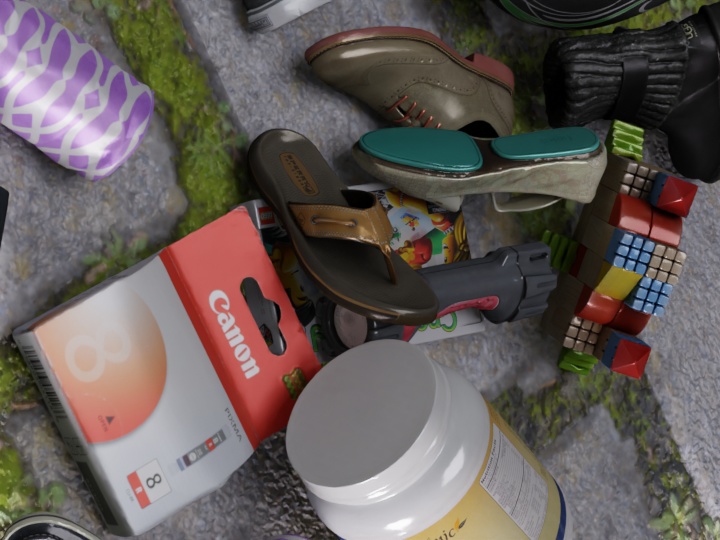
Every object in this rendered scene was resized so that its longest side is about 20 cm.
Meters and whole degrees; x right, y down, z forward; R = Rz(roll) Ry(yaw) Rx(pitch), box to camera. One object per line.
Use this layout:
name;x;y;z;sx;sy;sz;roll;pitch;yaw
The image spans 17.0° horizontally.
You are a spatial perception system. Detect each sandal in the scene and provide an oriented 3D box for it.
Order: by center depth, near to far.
sandal;-0.011;-0.039;1.712;0.082;0.055;0.200;-7;51;-37

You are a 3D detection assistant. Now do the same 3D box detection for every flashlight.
flashlight;0.059;0.026;1.786;0.200;0.068;0.068;-9;84;-43

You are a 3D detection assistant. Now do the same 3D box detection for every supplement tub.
supplement tub;0.049;0.154;1.714;0.200;0.144;0.145;49;55;-40

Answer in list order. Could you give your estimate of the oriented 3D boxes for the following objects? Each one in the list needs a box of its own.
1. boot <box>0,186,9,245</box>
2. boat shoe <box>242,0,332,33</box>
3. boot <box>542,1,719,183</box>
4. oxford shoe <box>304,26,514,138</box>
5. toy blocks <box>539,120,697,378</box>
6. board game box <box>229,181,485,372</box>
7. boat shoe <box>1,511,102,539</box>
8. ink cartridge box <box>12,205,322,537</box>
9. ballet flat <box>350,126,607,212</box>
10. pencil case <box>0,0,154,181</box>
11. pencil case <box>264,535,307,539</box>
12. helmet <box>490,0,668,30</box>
boot;-0.311;0.009;1.527;0.200;0.076;0.169;6;81;-44
boat shoe;-0.013;-0.242;1.818;0.200;0.069;0.057;-33;102;-35
boot;0.228;-0.133;1.970;0.157;0.211;0.080;-17;53;-6
oxford shoe;0.045;-0.134;1.832;0.200;0.070;0.075;10;63;-36
toy blocks;0.203;-0.006;1.853;0.100;0.137;0.201;18;96;-13
board game box;0.000;0.000;1.802;0.200;0.035;0.127;-10;88;-39
boat shoe;-0.172;0.247;1.590;0.200;0.074;0.062;62;10;-15
ink cartridge box;-0.119;0.068;1.665;0.200;0.050;0.163;-30;101;-23
ballet flat;0.090;-0.070;1.812;0.199;0.068;0.063;-1;123;-11
pencil case;-0.231;-0.144;1.623;0.200;0.084;0.086;40;36;-27
pencil case;-0.075;0.243;1.610;0.086;0.084;0.200;67;21;-3
helmet;0.165;-0.281;1.886;0.200;0.190;0.201;-6;90;-80
